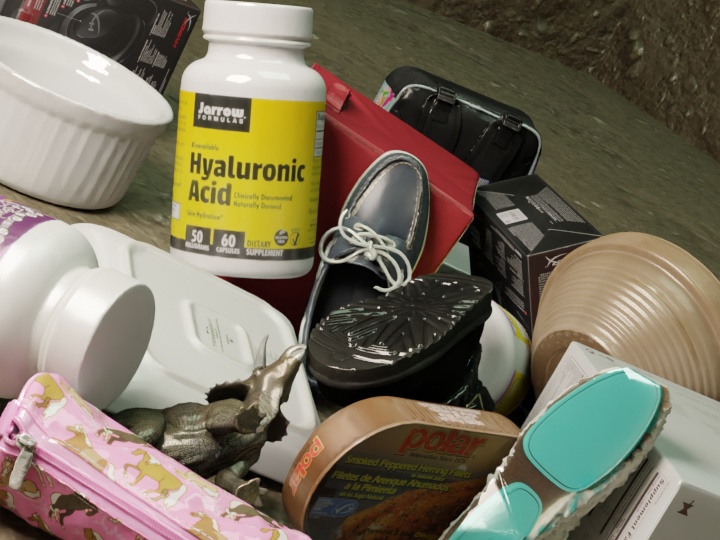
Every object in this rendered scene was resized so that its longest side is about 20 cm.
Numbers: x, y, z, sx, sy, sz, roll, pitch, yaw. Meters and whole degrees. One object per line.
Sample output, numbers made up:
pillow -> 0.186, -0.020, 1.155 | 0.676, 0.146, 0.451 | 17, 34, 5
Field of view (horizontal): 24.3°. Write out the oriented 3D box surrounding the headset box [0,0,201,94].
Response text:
headset box -> -0.283, -0.236, 1.660 | 0.200, 0.149, 0.077 | 15, 19, -34

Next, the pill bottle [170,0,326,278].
pill bottle -> -0.083, -0.099, 1.255 | 0.111, 0.200, 0.111 | 4, 7, -1

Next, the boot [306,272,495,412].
boot -> 0.034, 0.099, 1.131 | 0.079, 0.158, 0.211 | 12, 18, 29

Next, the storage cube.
storage cube -> -0.022, -0.044, 1.409 | 0.180, 0.200, 0.171 | 33, 15, -3

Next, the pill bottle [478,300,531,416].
pill bottle -> 0.083, 0.072, 1.335 | 0.104, 0.104, 0.200 | 31, 0, 14

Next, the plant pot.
plant pot -> 0.198, 0.078, 1.298 | 0.093, 0.201, 0.201 | -23, 47, -38

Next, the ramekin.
ramekin -> -0.273, -0.136, 1.456 | 0.200, 0.098, 0.201 | 25, 17, -8

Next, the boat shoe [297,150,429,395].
boat shoe -> 0.000, 0.000, 1.278 | 0.075, 0.200, 0.062 | 27, -4, 1

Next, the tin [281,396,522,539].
tin -> 0.037, 0.137, 1.071 | 0.200, 0.112, 0.042 | 14, 27, -42

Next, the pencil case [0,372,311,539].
pencil case -> -0.110, 0.136, 0.898 | 0.200, 0.083, 0.087 | 31, 34, 10

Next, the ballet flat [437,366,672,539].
ballet flat -> 0.119, 0.139, 1.068 | 0.072, 0.200, 0.072 | 45, 5, -5

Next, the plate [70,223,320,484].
plate -> -0.104, 0.054, 1.152 | 0.200, 0.032, 0.200 | 28, 24, -30

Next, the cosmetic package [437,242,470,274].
cosmetic package -> 0.057, 0.003, 1.603 | 0.200, 0.074, 0.102 | 22, 17, -13

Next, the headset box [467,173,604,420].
headset box -> 0.156, 0.037, 1.477 | 0.075, 0.200, 0.149 | -13, 28, -13

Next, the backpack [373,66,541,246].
backpack -> 0.069, -0.092, 1.694 | 0.177, 0.200, 0.151 | 20, 13, -14

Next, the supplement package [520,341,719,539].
supplement package -> 0.202, 0.177, 1.147 | 0.152, 0.151, 0.200 | 22, 16, -22

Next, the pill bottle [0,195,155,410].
pill bottle -> -0.228, 0.009, 0.998 | 0.200, 0.112, 0.112 | 22, 14, 16

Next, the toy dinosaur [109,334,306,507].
toy dinosaur -> -0.112, 0.107, 1.015 | 0.200, 0.077, 0.102 | -17, 11, -17
